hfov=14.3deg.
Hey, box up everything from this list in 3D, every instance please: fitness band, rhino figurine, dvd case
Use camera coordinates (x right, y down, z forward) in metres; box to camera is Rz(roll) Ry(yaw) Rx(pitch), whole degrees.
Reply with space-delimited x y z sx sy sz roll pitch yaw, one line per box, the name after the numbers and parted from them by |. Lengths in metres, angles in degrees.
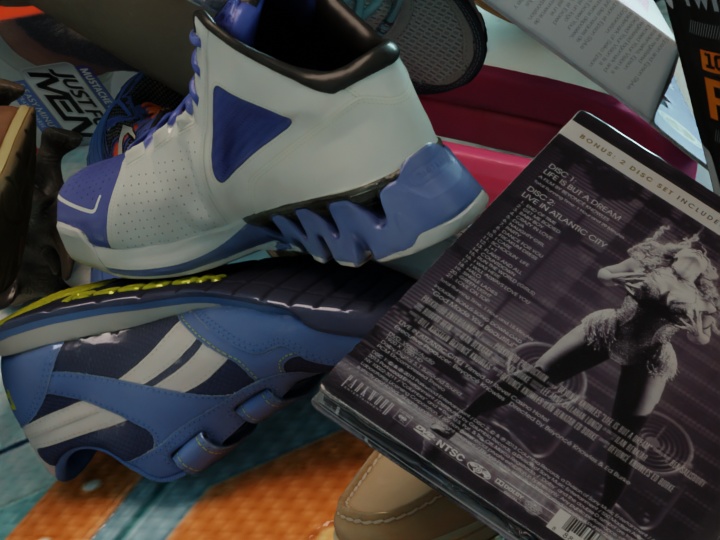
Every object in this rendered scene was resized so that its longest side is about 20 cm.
0.049 -0.058 1.273 0.200 0.037 0.144 11 18 5 | fitness band
-0.169 -0.030 1.398 0.060 0.088 0.200 11 15 -28 | rhino figurine
0.095 0.032 1.079 0.149 0.016 0.200 33 48 12 | dvd case

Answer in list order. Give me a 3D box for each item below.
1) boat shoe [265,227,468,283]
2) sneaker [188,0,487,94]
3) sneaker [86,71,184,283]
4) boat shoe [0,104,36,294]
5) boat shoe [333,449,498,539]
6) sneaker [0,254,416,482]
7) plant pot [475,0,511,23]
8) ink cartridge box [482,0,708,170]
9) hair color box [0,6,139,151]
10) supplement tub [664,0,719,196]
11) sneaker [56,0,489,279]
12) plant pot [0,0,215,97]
0.000 0.000 1.239 0.072 0.062 0.200 11 6 -28 | boat shoe
-0.036 -0.121 1.203 0.078 0.200 0.086 -59 16 18 | sneaker
-0.082 -0.046 1.344 0.075 0.078 0.200 17 28 -17 | sneaker
-0.185 -0.017 1.248 0.067 0.072 0.200 10 33 3 | boat shoe
0.055 0.041 1.119 0.074 0.069 0.200 8 37 43 | boat shoe
-0.059 0.041 1.184 0.200 0.082 0.074 -7 9 28 | sneaker
0.105 -0.215 1.461 0.200 0.200 0.140 11 56 46 | plant pot
0.085 -0.136 1.280 0.043 0.200 0.196 -52 13 14 | ink cartridge box
-0.117 -0.125 1.492 0.200 0.111 0.064 -9 52 22 | hair color box
0.187 -0.098 1.148 0.122 0.200 0.123 -15 26 8 | supplement tub
-0.044 -0.065 1.163 0.199 0.115 0.081 -4 22 42 | sneaker
-0.078 -0.168 1.328 0.200 0.200 0.175 -36 70 -30 | plant pot
